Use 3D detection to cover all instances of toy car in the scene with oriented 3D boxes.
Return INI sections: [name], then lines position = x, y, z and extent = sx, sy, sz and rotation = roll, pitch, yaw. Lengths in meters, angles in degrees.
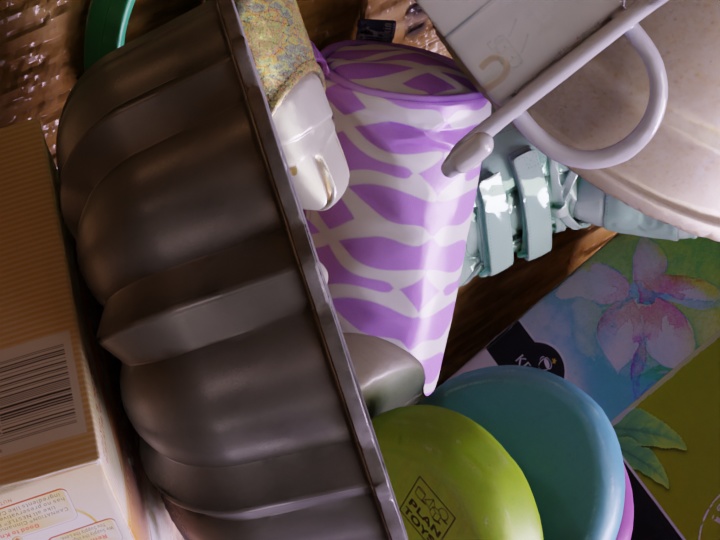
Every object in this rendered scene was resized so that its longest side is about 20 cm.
[toy car]
position = 0.040, 0.112, 1.087
extent = 0.149, 0.175, 0.200
rotation = -29, 157, -31

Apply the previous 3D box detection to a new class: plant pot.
[plant pot]
position = 0.157, -0.145, 1.155
extent = 0.200, 0.200, 0.184
rotation = -16, 146, -55

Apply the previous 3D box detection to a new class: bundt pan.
[bundt pan]
position = -0.048, 0.011, 0.917
extent = 0.075, 0.203, 0.203
rotation = -17, 138, 0

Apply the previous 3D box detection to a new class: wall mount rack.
[wall mount rack]
position = 0.065, -0.135, 1.052
extent = 0.173, 0.200, 0.075
rotation = -38, -175, 16

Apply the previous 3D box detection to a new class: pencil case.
[pencil case]
position = 0.000, 0.000, 1.166
extent = 0.085, 0.084, 0.201
rotation = 1, 108, -23

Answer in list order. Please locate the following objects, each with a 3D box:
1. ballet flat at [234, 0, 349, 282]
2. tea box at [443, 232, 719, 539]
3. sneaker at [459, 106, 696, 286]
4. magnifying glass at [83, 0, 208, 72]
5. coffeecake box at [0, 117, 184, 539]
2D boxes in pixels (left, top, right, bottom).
[ballet flat]
position = -0.039, -0.022, 1.074
extent = 0.071, 0.070, 0.201
rotation = -22, 134, -53
[tea box]
position = 0.171, 0.093, 1.324
extent = 0.197, 0.200, 0.134
rotation = -41, 151, 7
[sneaker]
position = 0.089, -0.032, 1.255
extent = 0.201, 0.118, 0.074
rotation = -47, 146, -32
[magnifying glass]
position = -0.064, -0.147, 1.026
extent = 0.079, 0.022, 0.201
rotation = -16, 123, -56
[coffeecake box]
position = -0.106, 0.076, 0.954
extent = 0.073, 0.154, 0.201
rotation = -17, 138, 0
